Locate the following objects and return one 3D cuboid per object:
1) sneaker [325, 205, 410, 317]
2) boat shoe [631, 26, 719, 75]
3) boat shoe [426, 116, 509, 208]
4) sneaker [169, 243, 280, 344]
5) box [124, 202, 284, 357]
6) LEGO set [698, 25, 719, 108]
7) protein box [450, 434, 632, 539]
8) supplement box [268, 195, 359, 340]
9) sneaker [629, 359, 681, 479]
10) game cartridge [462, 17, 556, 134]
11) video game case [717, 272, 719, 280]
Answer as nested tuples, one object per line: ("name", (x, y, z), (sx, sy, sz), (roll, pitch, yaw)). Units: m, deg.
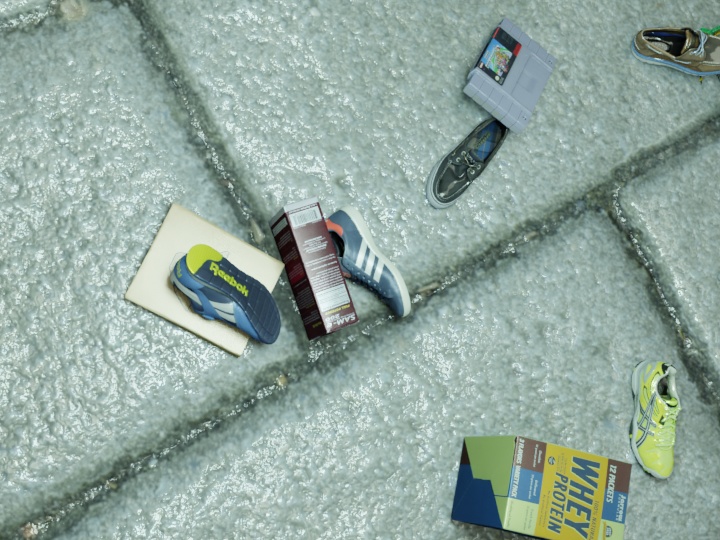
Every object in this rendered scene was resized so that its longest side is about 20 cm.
("sneaker", (0.000, 0.000, 1.545), (0.084, 0.075, 0.201), (-31, 81, -22))
("boat shoe", (0.598, -0.404, 1.773), (0.196, 0.072, 0.074), (6, 83, 9))
("boat shoe", (0.187, -0.188, 1.640), (0.070, 0.066, 0.200), (46, 70, -5))
("sneaker", (-0.200, 0.041, 1.453), (0.200, 0.082, 0.075), (44, 42, -25))
("box", (-0.236, 0.016, 1.490), (0.198, 0.021, 0.166), (29, 73, -12))
("LEGO set", (0.716, -0.386, 1.844), (0.153, 0.116, 0.202), (-33, 76, 8))
("protein box", (0.275, 0.344, 1.502), (0.197, 0.198, 0.138), (15, 76, -15))
("supplement box", (-0.073, -0.001, 1.500), (0.060, 0.109, 0.203), (-17, 87, -20))
("sneaker", (0.507, 0.254, 1.659), (0.074, 0.076, 0.204), (-1, 82, -20))
("game cartridge", (0.260, -0.341, 1.679), (0.129, 0.038, 0.201), (38, 52, -12))
("video game case", (0.782, 0.001, 1.824), (0.199, 0.022, 0.183), (38, 71, -9))
